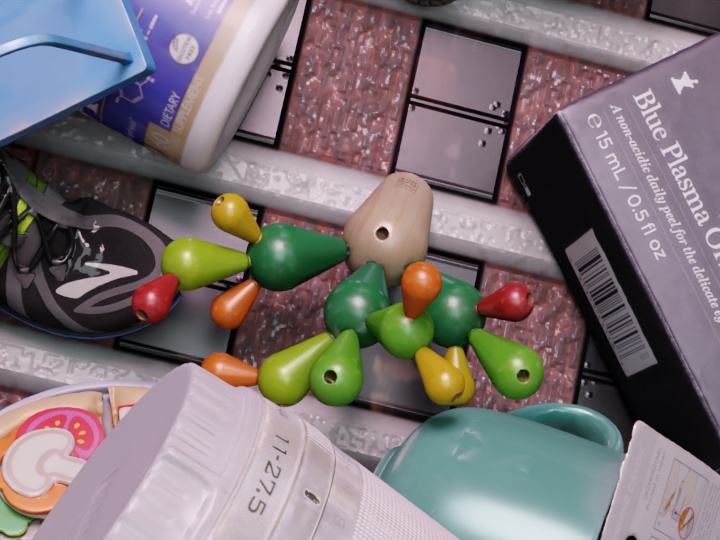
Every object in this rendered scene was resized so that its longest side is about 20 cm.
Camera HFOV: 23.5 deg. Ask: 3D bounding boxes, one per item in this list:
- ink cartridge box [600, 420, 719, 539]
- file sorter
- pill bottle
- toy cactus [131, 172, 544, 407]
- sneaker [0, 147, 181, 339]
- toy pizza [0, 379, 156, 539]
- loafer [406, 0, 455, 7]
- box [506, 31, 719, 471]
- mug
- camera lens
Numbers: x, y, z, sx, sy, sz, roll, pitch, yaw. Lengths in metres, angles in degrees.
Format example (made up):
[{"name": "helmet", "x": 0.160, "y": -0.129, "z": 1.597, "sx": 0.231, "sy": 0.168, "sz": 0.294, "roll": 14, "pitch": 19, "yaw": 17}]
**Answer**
[{"name": "ink cartridge box", "x": 0.140, "y": 0.175, "z": 0.838, "sx": 0.199, "sy": 0.050, "sz": 0.164, "roll": 32, "pitch": 73, "yaw": -45}, {"name": "file sorter", "x": -0.205, "y": -0.158, "z": 0.765, "sx": 0.138, "sy": 0.123, "sz": 0.202, "roll": -23, "pitch": 85, "yaw": 13}, {"name": "pill bottle", "x": -0.139, "y": -0.146, "z": 0.879, "sx": 0.199, "sy": 0.120, "sz": 0.121, "roll": 28, "pitch": 78, "yaw": -1}, {"name": "toy cactus", "x": 0.000, "y": 0.000, "z": 0.864, "sx": 0.198, "sy": 0.103, "sz": 0.166, "roll": 8, "pitch": 38, "yaw": 13}, {"name": "sneaker", "x": -0.182, "y": -0.022, "z": 0.870, "sx": 0.198, "sy": 0.083, "sz": 0.071, "roll": 23, "pitch": 76, "yaw": -4}, {"name": "toy pizza", "x": -0.109, "y": 0.124, "z": 0.796, "sx": 0.198, "sy": 0.032, "sz": 0.202, "roll": 5, "pitch": 48, "yaw": -5}, {"name": "loafer", "x": -0.012, "y": -0.226, "z": 0.931, "sx": 0.200, "sy": 0.075, "sz": 0.069, "roll": 41, "pitch": 61, "yaw": -19}, {"name": "box", "x": 0.214, "y": -0.023, "z": 0.909, "sx": 0.198, "sy": 0.117, "sz": 0.198, "roll": -25, "pitch": 84, "yaw": -12}, {"name": "mug", "x": 0.060, "y": 0.143, "z": 0.852, "sx": 0.113, "sy": 0.185, "sz": 0.154, "roll": 17, "pitch": 97, "yaw": 14}, {"name": "camera lens", "x": -0.030, "y": 0.153, "z": 0.678, "sx": 0.199, "sy": 0.160, "sz": 0.161, "roll": 38, "pitch": 77, "yaw": -12}]
